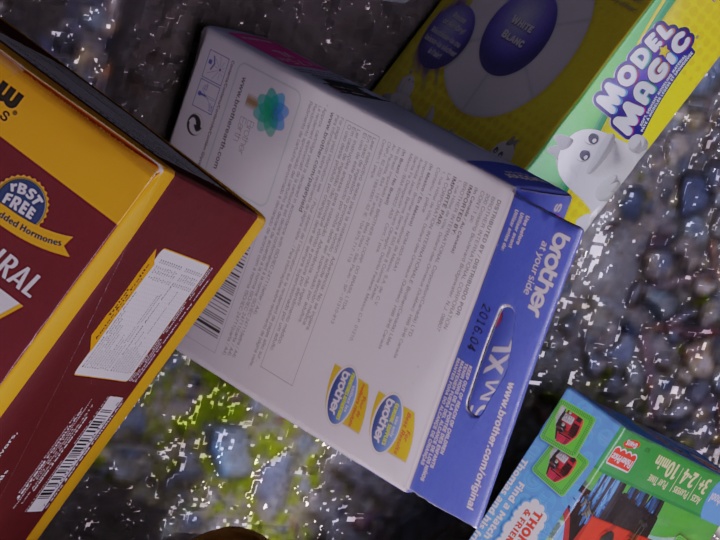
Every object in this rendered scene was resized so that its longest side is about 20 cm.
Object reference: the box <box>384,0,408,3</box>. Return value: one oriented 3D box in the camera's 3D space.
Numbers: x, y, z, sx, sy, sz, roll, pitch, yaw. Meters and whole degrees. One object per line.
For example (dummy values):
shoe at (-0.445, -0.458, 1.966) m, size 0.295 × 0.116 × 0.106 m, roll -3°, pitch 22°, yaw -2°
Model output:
box at (-0.071, -0.175, 1.000) m, size 0.199 × 0.142 × 0.079 m, roll 3°, pitch 144°, yaw -29°

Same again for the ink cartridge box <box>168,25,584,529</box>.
ink cartridge box at (0.000, 0.000, 1.086) m, size 0.042 × 0.200 × 0.120 m, roll 5°, pitch 109°, yaw -47°

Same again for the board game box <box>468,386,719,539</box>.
board game box at (0.072, 0.154, 1.249) m, size 0.200 × 0.037 × 0.151 m, roll -56°, pitch 151°, yaw 4°

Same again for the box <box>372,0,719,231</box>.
box at (0.080, -0.089, 1.140) m, size 0.048 × 0.117 × 0.200 m, roll 39°, pitch 89°, yaw -36°

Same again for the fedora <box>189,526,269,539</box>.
fedora at (-0.099, 0.175, 1.111) m, size 0.082 × 0.201 × 0.201 m, roll 27°, pitch 97°, yaw -24°

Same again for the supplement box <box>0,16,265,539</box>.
supplement box at (-0.155, 0.015, 0.988) m, size 0.133 × 0.200 × 0.198 m, roll 36°, pitch 91°, yaw 8°
